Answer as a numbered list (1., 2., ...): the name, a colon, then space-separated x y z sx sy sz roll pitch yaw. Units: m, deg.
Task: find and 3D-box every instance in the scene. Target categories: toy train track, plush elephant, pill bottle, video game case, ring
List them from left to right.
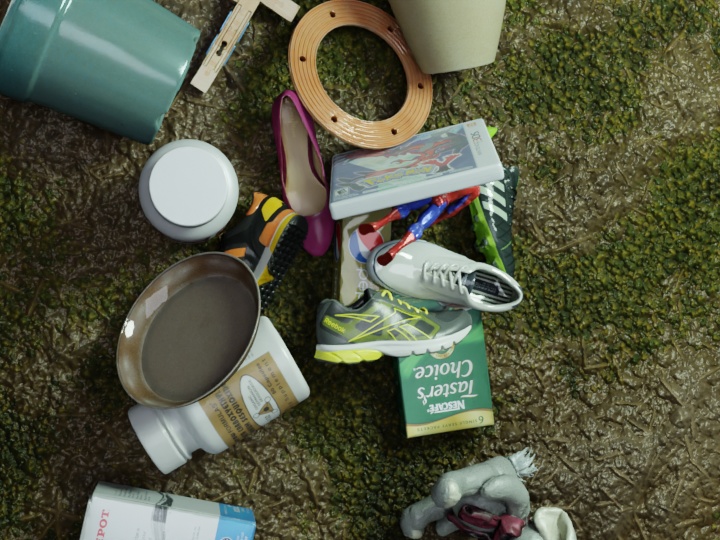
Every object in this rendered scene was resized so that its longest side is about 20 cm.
1. pill bottle: -0.197 -0.090 1.155 0.112 0.200 0.114 0 90 -10
2. pill bottle: -0.170 0.152 1.203 0.199 0.114 0.115 -31 95 -7
3. toy train track: -0.153 -0.313 1.251 0.114 0.033 0.201 31 91 -15
4. ring: 0.000 -0.243 1.246 0.198 0.019 0.203 9 69 -26
5. video game case: 0.061 -0.124 1.190 0.198 0.183 0.023 -14 114 6
6. plush elephant: 0.170 0.321 1.238 0.198 0.165 0.156 -14 66 -32

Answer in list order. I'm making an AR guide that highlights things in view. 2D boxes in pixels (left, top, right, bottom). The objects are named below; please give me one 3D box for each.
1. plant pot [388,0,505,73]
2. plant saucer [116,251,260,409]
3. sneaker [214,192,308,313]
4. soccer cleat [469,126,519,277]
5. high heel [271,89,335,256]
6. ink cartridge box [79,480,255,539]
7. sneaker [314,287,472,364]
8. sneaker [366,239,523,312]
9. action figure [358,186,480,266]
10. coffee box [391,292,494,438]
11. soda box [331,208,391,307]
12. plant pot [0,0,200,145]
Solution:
1. plant pot: 0.108 -0.351 1.231 0.185 0.187 0.202 -12 104 -9
2. plant saucer: -0.194 0.072 1.165 0.201 0.200 0.032 -51 139 -6
3. sneaker: -0.149 -0.002 1.240 0.090 0.070 0.201 37 96 25
4. soccer cleat: 0.173 -0.088 1.288 0.080 0.068 0.202 -18 90 -10
5. high heel: -0.075 -0.117 1.224 0.067 0.096 0.202 -13 89 6
6. ink cartridge box: -0.238 0.348 1.206 0.198 0.084 0.147 13 88 -10
7. sneaker: 0.040 0.059 1.191 0.198 0.074 0.086 -9 94 -16
8. sneaker: 0.107 0.005 1.218 0.198 0.071 0.074 10 86 -17
9. action figure: 0.071 -0.077 1.216 0.199 0.099 0.066 -36 99 -29
10. coffee box: 0.101 0.106 1.285 0.121 0.044 0.203 -6 91 -10
11. soda box: 0.000 0.000 1.255 0.063 0.068 0.203 2 90 -10
12. plant pot: -0.301 -0.252 1.150 0.195 0.200 0.202 25 86 -16
